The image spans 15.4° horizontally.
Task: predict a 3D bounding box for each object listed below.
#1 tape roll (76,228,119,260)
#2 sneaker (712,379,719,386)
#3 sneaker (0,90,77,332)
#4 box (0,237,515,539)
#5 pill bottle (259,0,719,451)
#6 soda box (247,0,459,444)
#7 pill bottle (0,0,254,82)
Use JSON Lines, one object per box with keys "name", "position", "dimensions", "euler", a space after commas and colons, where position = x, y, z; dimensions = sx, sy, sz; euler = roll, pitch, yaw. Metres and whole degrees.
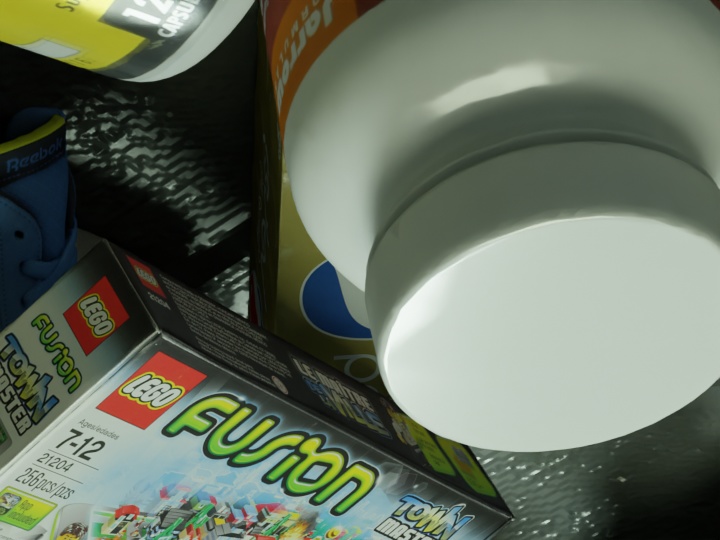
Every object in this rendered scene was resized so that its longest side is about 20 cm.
{"name": "tape roll", "position": [-0.143, 0.057, 0.878], "dimensions": [0.202, 0.037, 0.203], "euler": [-6, 140, -5]}
{"name": "sneaker", "position": [0.123, 0.005, 0.854], "dimensions": [0.199, 0.076, 0.091], "euler": [14, 145, -17]}
{"name": "sneaker", "position": [-0.107, 0.005, 0.752], "dimensions": [0.078, 0.066, 0.201], "euler": [-16, 114, 18]}
{"name": "box", "position": [-0.048, 0.068, 0.753], "dimensions": [0.110, 0.035, 0.200], "euler": [-42, 146, 12]}
{"name": "pill bottle", "position": [0.032, -0.060, 0.644], "dimensions": [0.112, 0.200, 0.112], "euler": [-6, 140, -5]}
{"name": "soda box", "position": [0.000, 0.000, 0.813], "dimensions": [0.064, 0.068, 0.200], "euler": [-3, 140, -8]}
{"name": "pill bottle", "position": [-0.116, -0.122, 0.610], "dimensions": [0.199, 0.112, 0.112], "euler": [17, 134, -29]}
